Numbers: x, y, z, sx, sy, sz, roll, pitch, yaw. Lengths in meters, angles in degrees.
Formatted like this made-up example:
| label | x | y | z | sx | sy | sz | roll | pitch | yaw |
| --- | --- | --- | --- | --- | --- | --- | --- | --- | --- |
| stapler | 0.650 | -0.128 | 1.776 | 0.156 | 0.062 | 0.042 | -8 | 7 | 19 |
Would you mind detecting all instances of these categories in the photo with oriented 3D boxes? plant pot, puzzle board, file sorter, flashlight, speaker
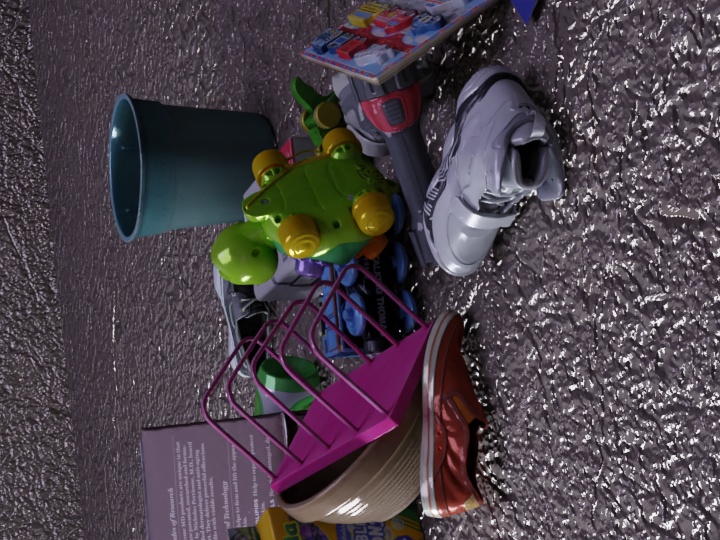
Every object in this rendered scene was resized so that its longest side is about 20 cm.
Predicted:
| label | x | y | z | sx | sy | sz | roll | pitch | yaw |
| --- | --- | --- | --- | --- | --- | --- | --- | --- | --- |
| plant pot | -0.228 | -0.142 | 1.898 | 0.200 | 0.196 | 0.201 | 178 | 90 | -69 |
| puzzle board | 0.035 | -0.237 | 1.320 | 0.017 | 0.151 | 0.200 | 58 | 170 | -25 |
| file sorter | -0.045 | 0.103 | 1.382 | 0.200 | 0.125 | 0.139 | -35 | 18 | 42 |
| plant pot | 0.013 | 0.192 | 1.418 | 0.201 | 0.093 | 0.201 | -44 | 13 | 13 |
| flashlight | 0.049 | -0.106 | 1.331 | 0.068 | 0.068 | 0.200 | -4 | 110 | 52 |
| speaker | -0.098 | 0.214 | 1.764 | 0.088 | 0.088 | 0.200 | -135 | 47 | -59 |

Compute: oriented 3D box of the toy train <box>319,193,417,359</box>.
| label | x | y | z | sx | sy | sz | roll | pitch | yaw |
| --- | --- | --- | --- | --- | --- | --- | --- | --- | --- |
| toy train | 0.000 | 0.000 | 1.489 | 0.114 | 0.086 | 0.201 | 153 | 113 | -63 |

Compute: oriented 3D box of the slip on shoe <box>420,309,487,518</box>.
| label | x | y | z | sx | sy | sz | roll | pitch | yaw |
| --- | --- | --- | --- | --- | --- | --- | --- | --- | --- |
| slip on shoe | 0.092 | 0.136 | 1.326 | 0.074 | 0.061 | 0.201 | 50 | -141 | -65 |

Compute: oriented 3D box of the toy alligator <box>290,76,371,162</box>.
| label | x | y | z | sx | sy | sz | roll | pitch | yaw |
| --- | --- | --- | --- | --- | --- | --- | --- | --- | --- |
| toy alligator | -0.015 | -0.134 | 1.561 | 0.200 | 0.054 | 0.059 | 64 | 160 | -7 |

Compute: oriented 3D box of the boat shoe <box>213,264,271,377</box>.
| label | x | y | z | sx | sy | sz | roll | pitch | yaw |
| --- | --- | --- | --- | --- | --- | --- | --- | --- | --- |
| boat shoe | -0.151 | 0.052 | 1.918 | 0.071 | 0.072 | 0.201 | 10 | 112 | 58 |

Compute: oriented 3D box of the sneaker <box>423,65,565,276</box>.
| label | x | y | z | sx | sy | sz | roll | pitch | yaw |
| --- | --- | --- | --- | --- | --- | --- | --- | --- | --- |
| sneaker | 0.115 | -0.068 | 1.214 | 0.115 | 0.075 | 0.200 | -123 | 40 | -56 |

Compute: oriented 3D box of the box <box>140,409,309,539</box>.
| label | x | y | z | sx | sy | sz | roll | pitch | yaw |
| --- | --- | --- | --- | --- | --- | --- | --- | --- | --- |
| box | -0.127 | 0.254 | 1.624 | 0.200 | 0.166 | 0.165 | -10 | 82 | 26 |

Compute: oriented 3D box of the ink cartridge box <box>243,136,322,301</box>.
| label | x | y | z | sx | sy | sz | roll | pitch | yaw |
| --- | --- | --- | --- | --- | --- | --- | --- | --- | --- |
| ink cartridge box | -0.070 | -0.058 | 1.664 | 0.200 | 0.083 | 0.146 | 140 | 124 | -64 |

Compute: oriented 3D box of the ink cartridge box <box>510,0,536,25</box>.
| label | x | y | z | sx | sy | sz | roll | pitch | yaw |
| --- | --- | --- | --- | --- | --- | --- | --- | --- | --- |
| ink cartridge box | 0.126 | -0.351 | 1.196 | 0.198 | 0.047 | 0.200 | -114 | 34 | -40 |

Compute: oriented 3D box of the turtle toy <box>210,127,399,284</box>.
| label | x | y | z | sx | sy | sz | roll | pitch | yaw |
| --- | --- | --- | --- | --- | --- | --- | --- | --- | --- |
| turtle toy | -0.055 | -0.049 | 1.376 | 0.146 | 0.200 | 0.101 | -113 | 7 | -45 |

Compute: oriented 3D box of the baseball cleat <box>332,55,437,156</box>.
| label | x | y | z | sx | sy | sz | roll | pitch | yaw |
| --- | --- | --- | --- | --- | --- | --- | --- | --- | --- |
| baseball cleat | 0.033 | -0.170 | 1.446 | 0.200 | 0.070 | 0.107 | -153 | 47 | -67 |

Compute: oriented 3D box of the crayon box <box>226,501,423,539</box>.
| label | x | y | z | sx | sy | sz | roll | pitch | yaw |
| --- | --- | --- | --- | --- | --- | --- | --- | --- | --- |
| crayon box | -0.028 | 0.308 | 1.445 | 0.052 | 0.200 | 0.126 | 120 | 141 | -53 |
